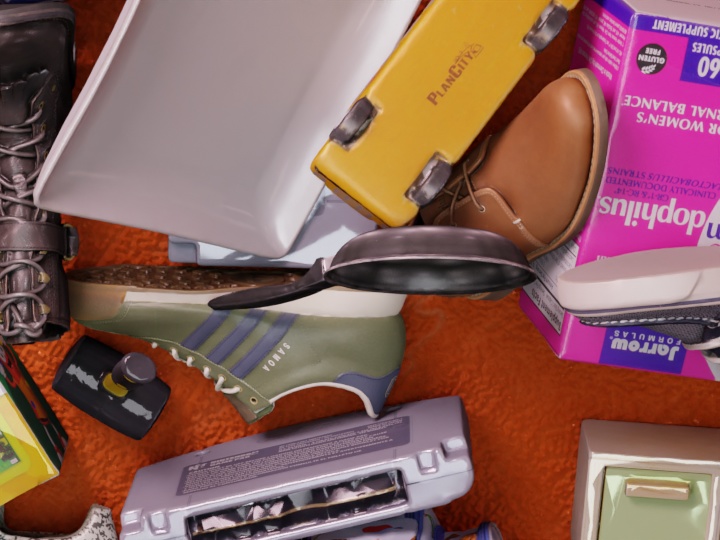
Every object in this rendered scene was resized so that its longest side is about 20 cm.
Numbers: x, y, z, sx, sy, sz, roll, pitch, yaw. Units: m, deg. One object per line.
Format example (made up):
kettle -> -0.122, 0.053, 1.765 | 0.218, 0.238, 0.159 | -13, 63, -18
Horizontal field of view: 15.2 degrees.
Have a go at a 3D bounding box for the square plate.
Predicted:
square plate -> -0.068, -0.109, 1.453 | 0.198, 0.028, 0.200 | 12, 111, -49

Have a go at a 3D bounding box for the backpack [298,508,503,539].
backpack -> 0.024, 0.215, 1.544 | 0.154, 0.191, 0.200 | -8, 110, -4

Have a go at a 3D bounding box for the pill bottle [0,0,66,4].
pill bottle -> -0.160, -0.206, 1.460 | 0.200, 0.120, 0.120 | -10, 105, 8

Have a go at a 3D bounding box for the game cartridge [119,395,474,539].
game cartridge -> -0.034, 0.119, 1.545 | 0.200, 0.133, 0.041 | -13, 105, 4

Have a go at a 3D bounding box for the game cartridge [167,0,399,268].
game cartridge -> -0.043, -0.100, 1.539 | 0.133, 0.040, 0.200 | 3, 105, 3

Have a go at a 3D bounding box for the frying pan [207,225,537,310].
frying pan -> 0.015, 0.002, 1.477 | 0.115, 0.190, 0.031 | 8, 78, -36

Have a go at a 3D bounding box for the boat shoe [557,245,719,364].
boat shoe -> 0.204, 0.035, 1.450 | 0.200, 0.075, 0.093 | -5, 101, -11

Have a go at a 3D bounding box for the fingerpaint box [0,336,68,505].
fingerpaint box -> -0.298, 0.086, 1.569 | 0.200, 0.073, 0.167 | -30, 104, 7

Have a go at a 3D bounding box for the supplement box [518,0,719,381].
supplement box -> 0.165, -0.051, 1.511 | 0.101, 0.103, 0.200 | 7, 107, -13

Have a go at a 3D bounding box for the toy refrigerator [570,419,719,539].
toy refrigerator -> 0.227, 0.139, 1.584 | 0.200, 0.070, 0.076 | 5, 105, -1

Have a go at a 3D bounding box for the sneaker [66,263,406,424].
sneaker -> -0.072, 0.046, 1.560 | 0.200, 0.067, 0.090 | 1, 102, -2

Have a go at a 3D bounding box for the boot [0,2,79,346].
boot -> -0.181, -0.047, 1.458 | 0.069, 0.200, 0.174 | -3, 81, 4

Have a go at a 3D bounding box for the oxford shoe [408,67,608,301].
oxford shoe -> 0.075, -0.040, 1.482 | 0.071, 0.071, 0.200 | -1, 148, -27

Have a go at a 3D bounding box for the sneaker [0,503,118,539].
sneaker -> -0.228, 0.177, 1.603 | 0.200, 0.077, 0.089 | -5, 92, -4

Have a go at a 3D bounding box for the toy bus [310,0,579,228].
toy bus -> 0.053, -0.114, 1.479 | 0.065, 0.078, 0.200 | 38, 82, -5

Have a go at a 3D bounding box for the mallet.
mallet -> -0.140, 0.055, 1.504 | 0.066, 0.200, 0.041 | 30, 80, 2
